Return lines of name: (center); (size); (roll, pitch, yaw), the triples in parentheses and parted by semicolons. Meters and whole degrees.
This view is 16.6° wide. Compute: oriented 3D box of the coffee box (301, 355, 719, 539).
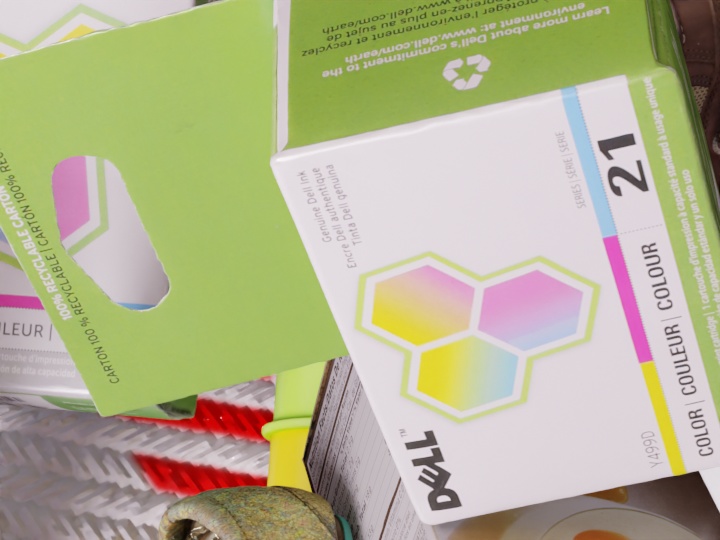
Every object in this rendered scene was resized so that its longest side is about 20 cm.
coffee box: (0.062, 0.096, 0.739); (0.114, 0.080, 0.201); (2, 38, -17)

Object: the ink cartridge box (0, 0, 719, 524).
ink cartridge box: (-0.002, -0.002, 0.670); (0.199, 0.148, 0.076); (-13, 43, 10)

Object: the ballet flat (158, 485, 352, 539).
ballet flat: (-0.032, 0.151, 0.712); (0.070, 0.071, 0.201); (-3, 56, -4)

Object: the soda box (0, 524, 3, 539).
soda box: (-0.154, 0.071, 0.767); (0.063, 0.201, 0.068); (9, 50, 6)

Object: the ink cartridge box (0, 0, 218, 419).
ink cartridge box: (-0.100, -0.056, 0.810); (0.103, 0.059, 0.201); (4, 83, 11)

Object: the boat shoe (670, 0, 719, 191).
boat shoe: (0.100, -0.020, 0.849); (0.074, 0.203, 0.075); (-16, 55, -12)

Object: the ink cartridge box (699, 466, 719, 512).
ink cartridge box: (0.170, 0.051, 0.752); (0.161, 0.050, 0.201); (13, 38, -32)

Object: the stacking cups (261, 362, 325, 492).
stacking cups: (0.000, 0.000, 0.866); (0.060, 0.061, 0.201); (4, 78, 3)
